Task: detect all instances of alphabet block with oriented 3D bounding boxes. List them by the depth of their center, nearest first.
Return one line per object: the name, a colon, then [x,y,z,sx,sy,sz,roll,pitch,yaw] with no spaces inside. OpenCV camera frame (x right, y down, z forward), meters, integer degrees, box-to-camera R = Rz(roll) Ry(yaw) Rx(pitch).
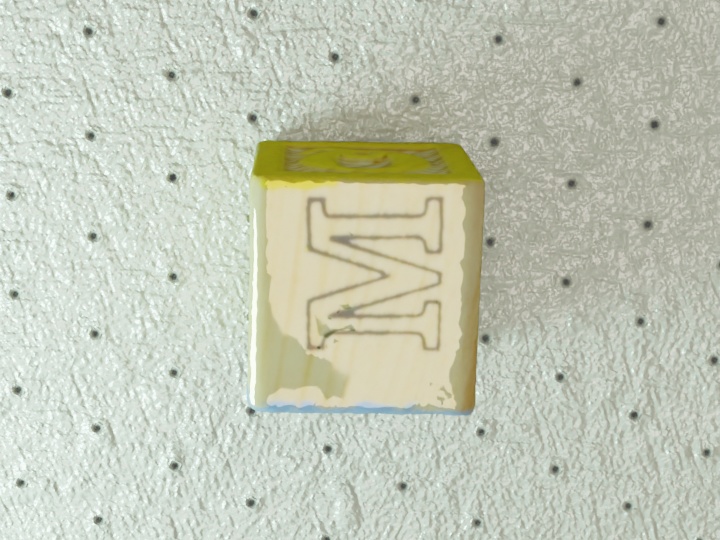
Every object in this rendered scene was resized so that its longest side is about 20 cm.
alphabet block: [0.000,0.000,1.267,0.195,0.195,0.202,1,105,-4]
